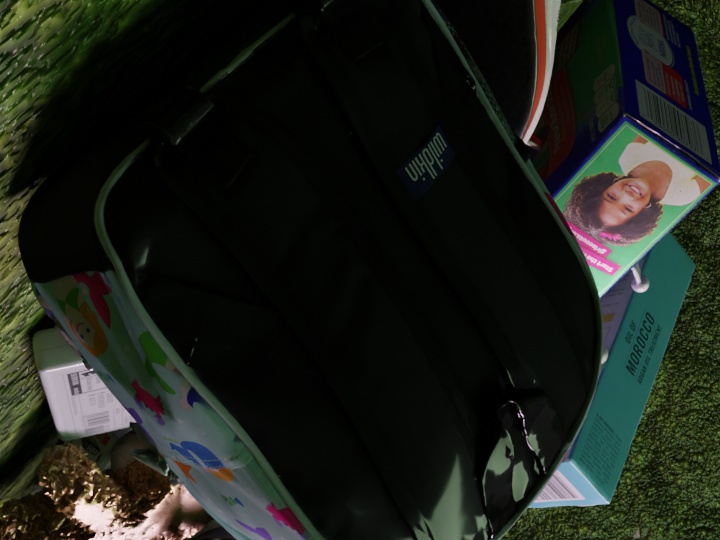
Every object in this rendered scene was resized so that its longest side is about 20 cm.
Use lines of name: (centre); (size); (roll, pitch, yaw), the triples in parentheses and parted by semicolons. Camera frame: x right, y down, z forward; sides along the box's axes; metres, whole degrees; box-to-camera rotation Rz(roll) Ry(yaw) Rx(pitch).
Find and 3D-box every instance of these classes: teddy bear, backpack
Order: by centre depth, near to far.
backpack: (-0.012, 0.011, 0.521); (0.178, 0.201, 0.150); (-46, -164, -27)
teddy bear: (-0.180, 0.154, 0.837); (0.199, 0.067, 0.145); (-36, 145, -5)

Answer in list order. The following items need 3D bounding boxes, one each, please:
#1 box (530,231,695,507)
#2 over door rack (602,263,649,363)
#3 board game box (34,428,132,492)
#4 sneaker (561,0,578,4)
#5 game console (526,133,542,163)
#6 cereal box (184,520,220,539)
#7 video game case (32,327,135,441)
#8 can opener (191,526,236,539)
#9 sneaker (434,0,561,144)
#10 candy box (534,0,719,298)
box: (0.156, 0.062, 0.956); (0.082, 0.049, 0.201); (-13, -140, 48)
over door rack: (0.127, 0.009, 0.959); (0.200, 0.066, 0.149); (-43, -158, 38)
board game box: (-0.135, 0.079, 0.987); (0.200, 0.035, 0.126); (-44, 175, -43)
sneaker: (0.121, -0.184, 0.871); (0.200, 0.083, 0.072); (-51, 174, 37)
game console: (-0.019, -0.019, 0.702); (0.173, 0.118, 0.200); (-48, 176, -8)
cereal box: (-0.097, 0.201, 0.991); (0.144, 0.039, 0.202); (-47, -160, 45)
video game case: (-0.075, 0.045, 0.740); (0.179, 0.024, 0.200); (-11, 166, -12)
can opener: (-0.119, 0.203, 0.900); (0.066, 0.054, 0.199); (-24, 179, -42)
sneaker: (0.065, -0.129, 0.562); (0.108, 0.067, 0.203); (-47, 152, -44)
candy box: (0.115, -0.051, 0.843); (0.200, 0.076, 0.170); (-51, -162, 33)
